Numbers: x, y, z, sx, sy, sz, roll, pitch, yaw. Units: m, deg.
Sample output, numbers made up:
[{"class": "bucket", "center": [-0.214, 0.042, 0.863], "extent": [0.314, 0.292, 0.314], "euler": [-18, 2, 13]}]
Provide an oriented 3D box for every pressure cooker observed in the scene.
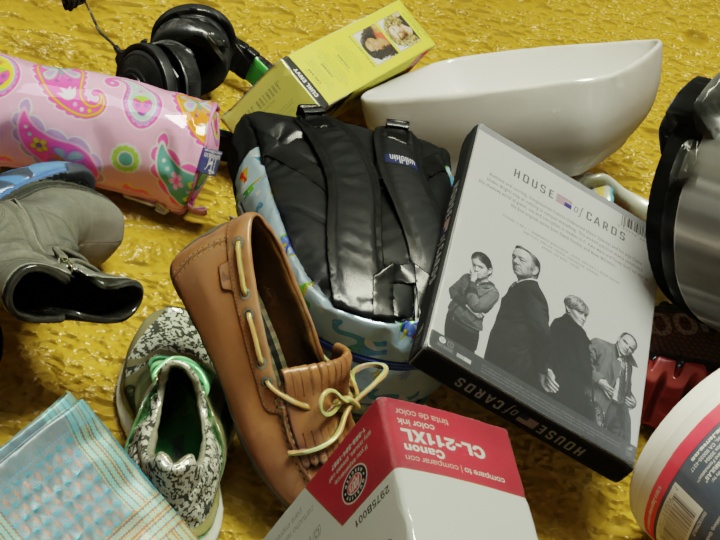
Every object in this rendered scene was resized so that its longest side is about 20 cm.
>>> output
[{"class": "pressure cooker", "center": [0.273, -0.035, 1.082], "extent": [0.178, 0.177, 0.200], "euler": [-4, 18, -41]}]

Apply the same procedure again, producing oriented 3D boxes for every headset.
[{"class": "headset", "center": [-0.135, -0.161, 1.293], "extent": [0.199, 0.094, 0.124], "euler": [32, 38, 2]}]

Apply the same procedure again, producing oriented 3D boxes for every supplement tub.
[{"class": "supplement tub", "center": [0.264, 0.155, 0.995], "extent": [0.140, 0.141, 0.200], "euler": [-15, 47, -35]}]

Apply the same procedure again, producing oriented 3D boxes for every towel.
[{"class": "towel", "center": [-0.124, 0.169, 0.866], "extent": [0.200, 0.022, 0.147], "euler": [49, 41, 0]}]

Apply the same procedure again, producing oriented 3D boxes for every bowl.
[{"class": "bowl", "center": [0.115, -0.115, 1.283], "extent": [0.199, 0.075, 0.200], "euler": [-1, 14, 24]}]

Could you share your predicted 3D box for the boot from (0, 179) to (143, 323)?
[{"class": "boot", "center": [-0.178, -0.001, 1.045], "extent": [0.130, 0.068, 0.200], "euler": [26, 14, 27]}]

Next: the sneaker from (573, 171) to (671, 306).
[{"class": "sneaker", "center": [0.140, -0.034, 1.243], "extent": [0.199, 0.081, 0.077], "euler": [11, 39, -4]}]

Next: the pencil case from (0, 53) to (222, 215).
[{"class": "pencil case", "center": [-0.194, -0.096, 1.197], "extent": [0.199, 0.088, 0.088], "euler": [13, 37, -5]}]

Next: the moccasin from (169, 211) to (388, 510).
[{"class": "moccasin", "center": [-0.033, 0.063, 1.000], "extent": [0.074, 0.078, 0.202], "euler": [-12, 77, -60]}]

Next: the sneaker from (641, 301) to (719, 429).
[{"class": "sneaker", "center": [0.182, 0.056, 1.151], "extent": [0.200, 0.071, 0.098], "euler": [22, 37, 5]}]

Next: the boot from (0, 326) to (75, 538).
[{"class": "boot", "center": [-0.205, 0.109, 0.939], "extent": [0.162, 0.074, 0.198], "euler": [25, 42, 13]}]

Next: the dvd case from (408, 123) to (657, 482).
[{"class": "dvd case", "center": [0.113, 0.015, 1.067], "extent": [0.150, 0.025, 0.201], "euler": [30, 44, -13]}]

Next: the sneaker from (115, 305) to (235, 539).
[{"class": "sneaker", "center": [-0.101, 0.077, 1.004], "extent": [0.076, 0.089, 0.200], "euler": [7, 37, -11]}]

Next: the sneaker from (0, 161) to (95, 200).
[{"class": "sneaker", "center": [-0.257, -0.035, 1.110], "extent": [0.078, 0.066, 0.200], "euler": [31, 39, 26]}]

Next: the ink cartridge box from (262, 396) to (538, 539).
[{"class": "ink cartridge box", "center": [0.023, 0.186, 0.839], "extent": [0.082, 0.146, 0.201], "euler": [18, 37, -27]}]

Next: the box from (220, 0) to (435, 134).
[{"class": "box", "center": [-0.020, -0.141, 1.296], "extent": [0.050, 0.075, 0.200], "euler": [50, 32, 1]}]

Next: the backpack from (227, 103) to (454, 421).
[{"class": "backpack", "center": [0.000, 0.000, 1.113], "extent": [0.162, 0.154, 0.200], "euler": [8, 24, -23]}]
